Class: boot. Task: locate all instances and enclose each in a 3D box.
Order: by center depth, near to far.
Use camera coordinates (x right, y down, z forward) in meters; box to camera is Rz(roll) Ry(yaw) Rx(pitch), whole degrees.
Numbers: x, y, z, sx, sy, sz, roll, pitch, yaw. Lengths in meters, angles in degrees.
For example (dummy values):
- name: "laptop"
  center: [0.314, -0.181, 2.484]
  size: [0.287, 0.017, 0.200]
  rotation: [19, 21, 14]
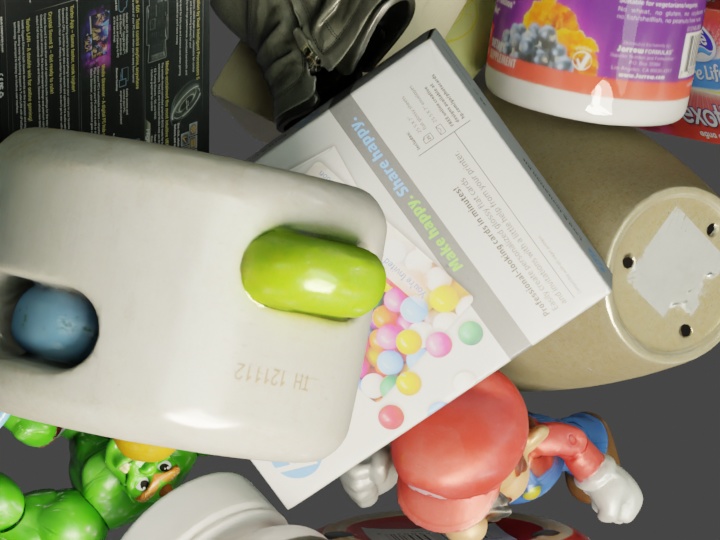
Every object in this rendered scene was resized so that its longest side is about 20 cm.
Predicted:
- name: "boot"
  center: [-0.006, -0.173, 1.248]
  size: [0.068, 0.131, 0.200]
  rotation: [-5, 139, -43]

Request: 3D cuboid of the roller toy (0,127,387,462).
- name: "roller toy"
  center: [-0.087, 0.018, 1.134]
  size: [0.182, 0.200, 0.140]
  rotation: [11, 90, -3]

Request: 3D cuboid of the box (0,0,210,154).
- name: "box"
  center: [-0.140, -0.119, 1.199]
  size: [0.160, 0.044, 0.200]
  rotation: [-25, 125, -45]

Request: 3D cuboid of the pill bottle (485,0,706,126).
- name: "pill bottle"
  center: [0.134, -0.185, 1.322]
  size: [0.111, 0.111, 0.200]
  rotation: [0, 106, -29]

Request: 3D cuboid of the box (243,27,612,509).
- name: "box"
  center: [0.000, 0.000, 1.244]
  size: [0.200, 0.041, 0.156]
  rotation: [-34, 98, 13]

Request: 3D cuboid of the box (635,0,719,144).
- name: "box"
  center: [0.226, -0.133, 1.403]
  size: [0.100, 0.200, 0.096]
  rotation: [-34, 114, -21]

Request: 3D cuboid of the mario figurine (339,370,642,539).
- name: "mario figurine"
  center: [0.070, 0.115, 1.346]
  size: [0.123, 0.106, 0.200]
  rotation: [-36, 162, 17]

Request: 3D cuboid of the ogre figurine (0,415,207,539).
- name: "ogre figurine"
  center: [-0.137, 0.074, 1.298]
  size: [0.200, 0.098, 0.120]
  rotation: [-42, 98, -34]

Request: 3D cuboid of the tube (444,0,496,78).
- name: "tube"
  center: [0.052, -0.136, 1.385]
  size: [0.052, 0.058, 0.200]
  rotation: [47, 73, -17]

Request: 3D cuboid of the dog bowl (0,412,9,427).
- name: "dog bowl"
  center: [-0.252, 0.038, 1.190]
  size: [0.200, 0.050, 0.112]
  rotation: [4, 100, -17]

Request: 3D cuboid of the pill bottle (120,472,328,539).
- name: "pill bottle"
  center: [-0.031, 0.199, 1.237]
  size: [0.114, 0.200, 0.114]
  rotation: [-31, 147, -23]

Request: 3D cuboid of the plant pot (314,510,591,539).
- name: "plant pot"
  center: [0.048, 0.230, 1.363]
  size: [0.200, 0.200, 0.183]
  rotation: [-3, 96, -29]

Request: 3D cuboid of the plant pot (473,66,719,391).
- name: "plant pot"
  center: [0.113, -0.012, 1.360]
  size: [0.187, 0.200, 0.187]
  rotation: [-5, 99, -28]

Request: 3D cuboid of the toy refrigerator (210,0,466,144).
- name: "toy refrigerator"
  center: [0.010, -0.153, 1.341]
  size: [0.200, 0.076, 0.070]
  rotation: [-60, 154, -8]
